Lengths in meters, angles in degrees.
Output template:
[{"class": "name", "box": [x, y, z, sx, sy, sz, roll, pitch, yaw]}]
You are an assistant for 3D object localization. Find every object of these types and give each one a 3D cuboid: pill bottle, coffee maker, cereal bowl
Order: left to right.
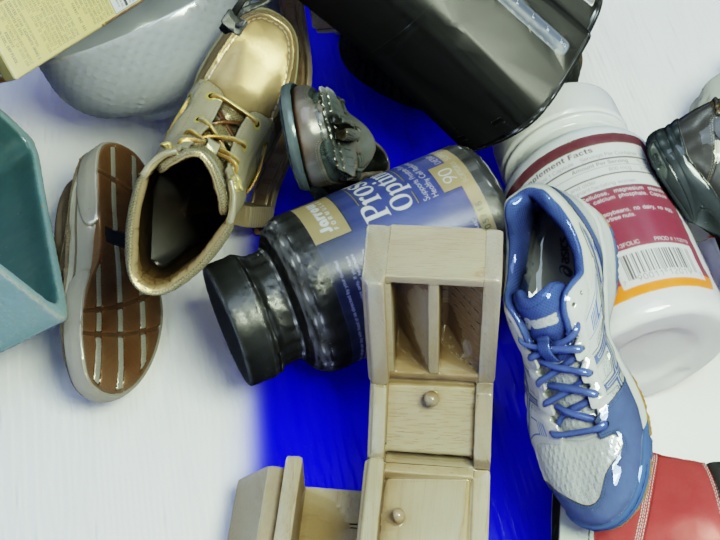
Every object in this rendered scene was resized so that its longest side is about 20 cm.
[{"class": "cereal bowl", "box": [-0.147, -0.177, 0.912, 0.198, 0.084, 0.201, -21, 25, 10]}, {"class": "pill bottle", "box": [0.000, 0.000, 0.790, 0.198, 0.112, 0.112, -23, 57, -14]}, {"class": "coffee maker", "box": [0.037, -0.173, 0.780, 0.199, 0.135, 0.193, 39, 94, -14]}, {"class": "pill bottle", "box": [0.163, -0.024, 0.798, 0.113, 0.115, 0.202, -11, 55, -6]}]

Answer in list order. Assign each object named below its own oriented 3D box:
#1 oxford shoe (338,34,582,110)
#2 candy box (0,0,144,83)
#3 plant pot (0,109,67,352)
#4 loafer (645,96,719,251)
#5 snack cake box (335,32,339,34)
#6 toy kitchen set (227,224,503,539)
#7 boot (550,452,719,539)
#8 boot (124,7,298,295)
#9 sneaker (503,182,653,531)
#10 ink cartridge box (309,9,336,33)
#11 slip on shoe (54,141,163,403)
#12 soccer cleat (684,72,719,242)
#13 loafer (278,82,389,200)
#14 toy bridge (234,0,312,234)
[{"class": "oxford shoe", "box": [0.081, -0.173, 0.944, 0.197, 0.073, 0.085, 10, 32, 12]}, {"class": "candy box", "box": [-0.219, -0.210, 0.880, 0.115, 0.056, 0.200, 5, 39, 48]}, {"class": "plant pot", "box": [-0.342, -0.029, 0.771, 0.199, 0.196, 0.197, -33, 48, 10]}, {"class": "loafer", "box": [0.272, -0.023, 0.770, 0.201, 0.072, 0.073, 52, 26, -8]}, {"class": "snack cake box", "box": [0.067, -0.273, 0.974, 0.197, 0.116, 0.068, -8, 54, -4]}, {"class": "toy kitchen set", "box": [-0.004, 0.108, 0.673, 0.161, 0.182, 0.202, 2, 51, 5]}, {"class": "boot", "box": [0.180, 0.193, 0.677, 0.142, 0.073, 0.202, 9, 52, 6]}, {"class": "boot", "box": [-0.094, -0.081, 0.753, 0.072, 0.155, 0.202, 28, 92, -7]}, {"class": "sneaker", "box": [0.112, 0.047, 0.672, 0.075, 0.088, 0.203, -19, 66, 28]}, {"class": "ink cartridge box", "box": [0.054, -0.272, 0.870, 0.197, 0.167, 0.075, -4, 22, -5]}, {"class": "slip on shoe", "box": [-0.188, 0.004, 0.830, 0.060, 0.076, 0.202, -26, 57, 33]}, {"class": "soccer cleat", "box": [0.273, -0.096, 0.880, 0.077, 0.070, 0.200, 21, 56, 34]}, {"class": "loafer", "box": [-0.015, -0.090, 0.805, 0.062, 0.200, 0.073, -9, 86, 3]}, {"class": "toy bridge", "box": [-0.064, -0.127, 0.864, 0.027, 0.067, 0.203, 12, 99, 29]}]
